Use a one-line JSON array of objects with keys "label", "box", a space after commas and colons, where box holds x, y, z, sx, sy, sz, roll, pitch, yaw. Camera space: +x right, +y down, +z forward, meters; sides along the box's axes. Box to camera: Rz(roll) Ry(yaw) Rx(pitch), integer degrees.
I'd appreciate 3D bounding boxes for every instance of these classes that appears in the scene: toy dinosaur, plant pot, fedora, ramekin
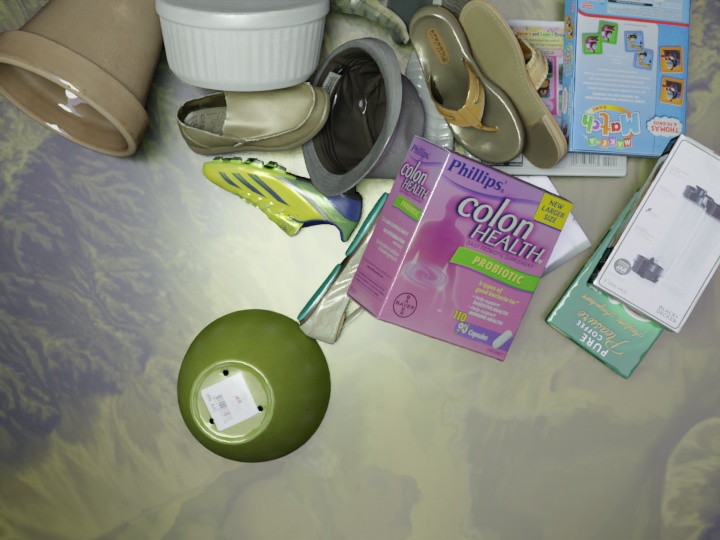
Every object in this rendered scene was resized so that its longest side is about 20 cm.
[{"label": "toy dinosaur", "box": [-0.001, -0.336, 1.598, 0.200, 0.047, 0.088, 28, 88, 29]}, {"label": "plant pot", "box": [-0.133, 0.142, 1.548, 0.187, 0.200, 0.187, 0, 91, 3]}, {"label": "fedora", "box": [0.014, -0.170, 1.565, 0.177, 0.090, 0.200, -47, 45, 31]}, {"label": "plant pot", "box": [-0.309, -0.256, 1.572, 0.200, 0.200, 0.175, 28, 75, 2]}, {"label": "ramekin", "box": [-0.134, -0.271, 1.551, 0.202, 0.202, 0.094, 2, 113, 3]}]

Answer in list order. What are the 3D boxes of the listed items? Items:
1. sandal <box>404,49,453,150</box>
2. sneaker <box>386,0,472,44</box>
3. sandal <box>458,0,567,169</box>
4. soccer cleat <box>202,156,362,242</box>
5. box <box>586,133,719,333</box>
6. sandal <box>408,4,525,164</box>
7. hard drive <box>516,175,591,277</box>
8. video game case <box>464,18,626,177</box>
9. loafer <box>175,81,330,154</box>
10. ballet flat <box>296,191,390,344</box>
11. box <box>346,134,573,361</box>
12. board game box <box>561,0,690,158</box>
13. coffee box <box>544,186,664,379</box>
[{"label": "sandal", "box": [0.090, -0.202, 1.611, 0.082, 0.050, 0.203, 13, 84, 18]}, {"label": "sneaker", "box": [0.093, -0.363, 1.598, 0.075, 0.106, 0.200, 36, 62, -34]}, {"label": "sandal", "box": [0.185, -0.223, 1.549, 0.070, 0.078, 0.212, -41, 108, -40]}, {"label": "soccer cleat", "box": [-0.097, -0.085, 1.613, 0.200, 0.065, 0.084, 14, 98, 3]}, {"label": "box", "box": [0.362, -0.042, 1.549, 0.117, 0.060, 0.200, 29, 91, 2]}, {"label": "sandal", "box": [0.112, -0.204, 1.519, 0.080, 0.054, 0.200, -26, 100, 29]}, {"label": "hard drive", "box": [0.157, -0.030, 1.620, 0.200, 0.026, 0.132, -33, 89, 2]}, {"label": "video game case", "box": [0.220, -0.203, 1.592, 0.200, 0.024, 0.182, 0, 90, -13]}, {"label": "loafer", "box": [-0.131, -0.178, 1.577, 0.200, 0.067, 0.076, -11, 71, 24]}, {"label": "ballet flat", "box": [0.000, 0.000, 1.612, 0.062, 0.067, 0.200, 34, 98, -8]}, {"label": "box", "box": [0.112, -0.024, 1.520, 0.176, 0.097, 0.200, 20, 97, -27]}, {"label": "board game box", "box": [0.311, -0.234, 1.582, 0.151, 0.037, 0.200, 2, 89, -17]}, {"label": "coffee box", "box": [0.323, 0.014, 1.603, 0.123, 0.044, 0.200, 34, 91, 1]}]
